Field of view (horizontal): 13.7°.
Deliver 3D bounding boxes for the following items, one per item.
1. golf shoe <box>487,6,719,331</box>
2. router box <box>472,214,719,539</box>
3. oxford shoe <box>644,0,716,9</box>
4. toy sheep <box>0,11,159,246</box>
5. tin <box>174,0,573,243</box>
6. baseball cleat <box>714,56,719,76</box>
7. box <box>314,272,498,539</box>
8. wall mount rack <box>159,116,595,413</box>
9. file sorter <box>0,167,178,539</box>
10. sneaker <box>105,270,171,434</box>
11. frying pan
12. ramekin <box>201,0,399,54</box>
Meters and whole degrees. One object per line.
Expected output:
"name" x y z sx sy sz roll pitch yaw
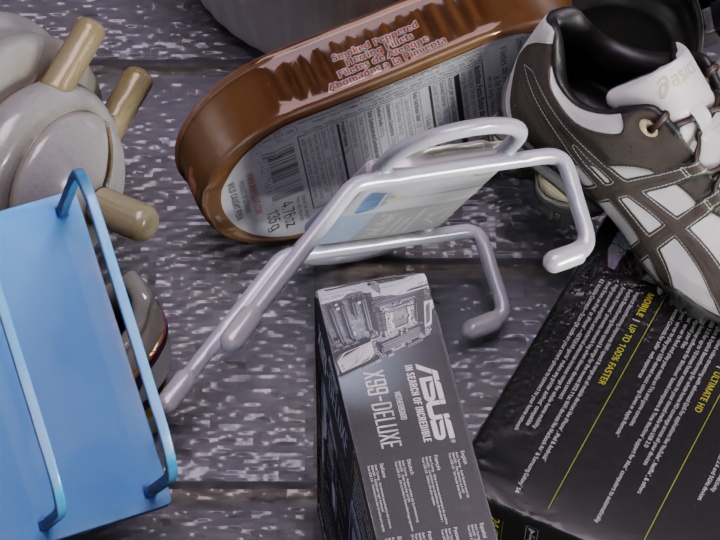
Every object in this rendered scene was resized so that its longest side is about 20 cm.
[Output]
"golf shoe" 0.145 -0.043 1.308 0.200 0.095 0.078 30 50 19
"router box" 0.144 0.063 1.314 0.149 0.051 0.200 22 53 16
"oxford shoe" 0.241 -0.169 1.489 0.199 0.073 0.085 2 50 1
"toy sheep" -0.170 -0.057 1.358 0.200 0.138 0.138 22 53 35
"tin" 0.013 -0.074 1.378 0.200 0.112 0.042 -23 65 -6
"baseball cleat" 0.254 -0.049 1.406 0.200 0.070 0.107 11 58 20
"box" 0.022 0.127 1.197 0.050 0.158 0.200 -8 51 -7
"wall mount rack" 0.000 0.000 1.292 0.173 0.200 0.075 -10 77 -19
"file sorter" -0.183 0.053 1.183 0.200 0.123 0.139 -17 85 -12
"sneaker" -0.177 0.057 1.292 0.200 0.090 0.075 -24 56 -19
"frying pan" 0.143 -0.124 1.442 0.190 0.031 0.115 -34 54 1
"ramekin" -0.003 -0.186 1.484 0.202 0.094 0.203 0 51 0
